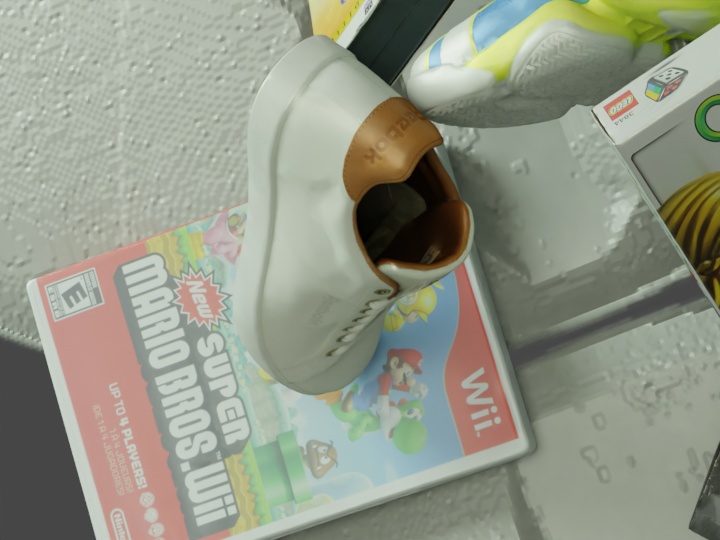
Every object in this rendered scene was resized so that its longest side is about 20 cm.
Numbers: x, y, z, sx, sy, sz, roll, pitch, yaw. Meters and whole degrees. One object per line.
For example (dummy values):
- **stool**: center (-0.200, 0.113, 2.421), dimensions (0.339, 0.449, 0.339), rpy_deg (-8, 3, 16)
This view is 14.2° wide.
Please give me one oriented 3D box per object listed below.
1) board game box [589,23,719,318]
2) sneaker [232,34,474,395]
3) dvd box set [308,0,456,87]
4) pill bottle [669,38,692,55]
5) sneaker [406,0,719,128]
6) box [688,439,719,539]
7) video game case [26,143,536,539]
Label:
- **board game box**: center (0.198, -0.063, 1.051), dimensions (0.199, 0.035, 0.126), rpy_deg (-34, 122, 5)
- **sneaker**: center (0.000, 0.000, 1.142), dimensions (0.084, 0.200, 0.073), rpy_deg (33, 63, 22)
- **dvd box set**: center (0.020, -0.184, 1.163), dimensions (0.147, 0.029, 0.201), rpy_deg (-52, 31, 36)
- **pill bottle**: center (0.201, -0.103, 1.147), dimensions (0.199, 0.114, 0.115), rpy_deg (-14, 82, 14)
- **sneaker**: center (0.101, -0.129, 1.091), dimensions (0.199, 0.076, 0.106), rpy_deg (-21, 75, 13)
- **box**: center (0.248, 0.072, 1.131), dimensions (0.199, 0.050, 0.158), rpy_deg (27, 112, 16)
- **video game case**: center (-0.037, 0.041, 1.256), dimensions (0.199, 0.017, 0.144), rpy_deg (-19, 80, 14)
